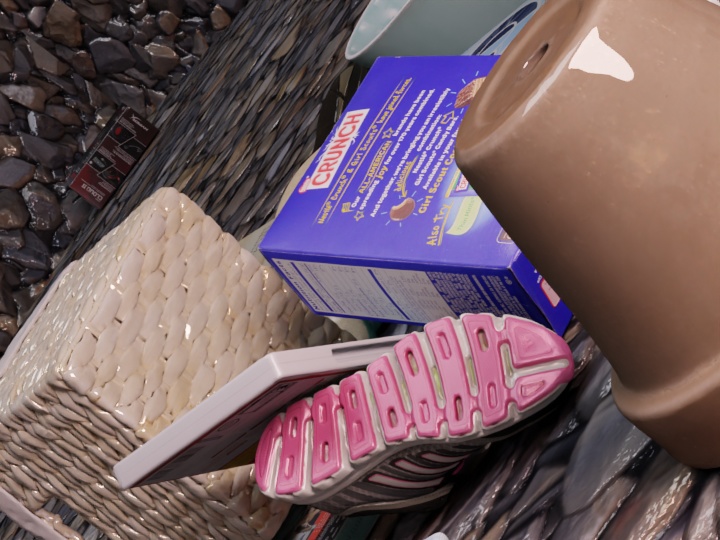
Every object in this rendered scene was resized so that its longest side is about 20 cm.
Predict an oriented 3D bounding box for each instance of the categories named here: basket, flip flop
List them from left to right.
[{"bbox_3d":[-0.132,0.089,1.511,0.161,0.198,0.201,-38,18,43],"label":"basket"},{"bbox_3d":[-0.017,-0.086,2.000,0.081,0.057,0.202,4,75,56],"label":"flip flop"}]

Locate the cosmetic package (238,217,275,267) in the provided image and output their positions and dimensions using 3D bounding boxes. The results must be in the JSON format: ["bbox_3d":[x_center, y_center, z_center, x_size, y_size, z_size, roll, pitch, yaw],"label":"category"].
[{"bbox_3d":[-0.071,0.017,1.892,0.104,0.073,0.200,-63,13,-23],"label":"cosmetic package"}]

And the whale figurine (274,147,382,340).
[{"bbox_3d":[0.000,0.000,1.675,0.159,0.103,0.202,-41,41,43],"label":"whale figurine"}]

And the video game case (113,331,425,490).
[{"bbox_3d":[-0.034,0.080,1.328,0.143,0.018,0.199,-36,-18,33],"label":"video game case"}]

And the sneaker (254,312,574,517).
[{"bbox_3d":[0.040,0.087,1.260,0.199,0.087,0.074,-26,56,23],"label":"sneaker"}]

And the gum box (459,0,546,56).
[{"bbox_3d":[0.101,-0.127,1.538,0.200,0.045,0.170,-37,16,33],"label":"gum box"}]

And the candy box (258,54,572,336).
[{"bbox_3d":[0.062,-0.049,1.362,0.199,0.077,0.170,6,54,41],"label":"candy box"}]

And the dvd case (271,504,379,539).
[{"bbox_3d":[-0.027,0.157,1.455,0.147,0.022,0.200,-58,13,-21],"label":"dvd case"}]

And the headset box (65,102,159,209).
[{"bbox_3d":[-0.454,-0.198,4.016,0.201,0.075,0.149,-54,12,0],"label":"headset box"}]

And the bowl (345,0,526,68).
[{"bbox_3d":[0.086,-0.231,1.917,0.201,0.105,0.201,-50,12,14],"label":"bowl"}]

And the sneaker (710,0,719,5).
[{"bbox_3d":[0.233,-0.151,1.224,0.200,0.076,0.115,-46,5,-13],"label":"sneaker"}]

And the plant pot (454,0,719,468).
[{"bbox_3d":[0.142,-0.042,0.990,0.201,0.174,0.200,-49,13,15],"label":"plant pot"}]

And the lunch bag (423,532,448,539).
[{"bbox_3d":[-0.007,0.236,0.903,0.200,0.127,0.170,-38,19,21],"label":"lunch bag"}]
